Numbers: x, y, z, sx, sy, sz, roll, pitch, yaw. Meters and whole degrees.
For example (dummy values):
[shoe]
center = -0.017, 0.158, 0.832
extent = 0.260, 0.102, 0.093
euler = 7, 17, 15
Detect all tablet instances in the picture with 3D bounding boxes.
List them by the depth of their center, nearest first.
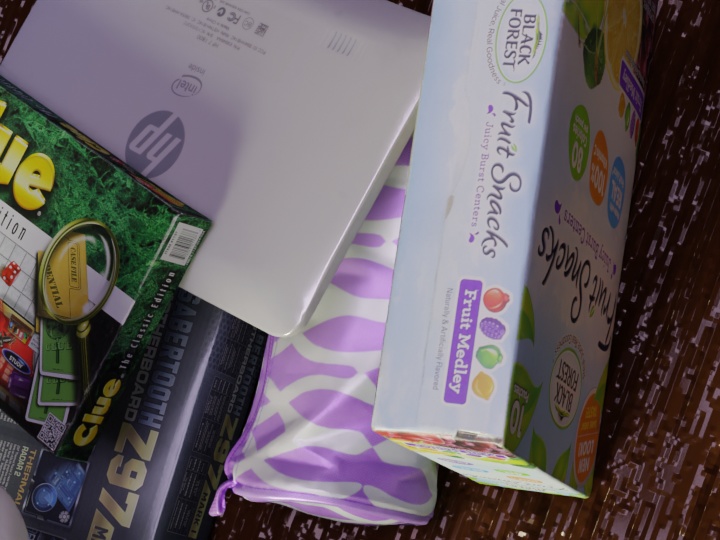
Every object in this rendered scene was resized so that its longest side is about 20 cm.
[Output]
[tablet]
center = -0.065, -0.065, 0.843
extent = 0.200, 0.014, 0.130
euler = 26, 85, 38

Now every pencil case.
[pencil case]
center = 0.000, 0.000, 0.839
extent = 0.085, 0.084, 0.200
euler = 10, 78, -13

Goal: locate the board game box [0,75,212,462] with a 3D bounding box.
[board game box]
center = -0.149, -0.020, 0.862
extent = 0.200, 0.023, 0.105
euler = 33, 97, 36

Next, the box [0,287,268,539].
[box]
center = -0.124, 0.040, 0.895
extent = 0.158, 0.051, 0.200
euler = 13, 82, 23

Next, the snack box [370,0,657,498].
[snack box]
center = 0.060, -0.027, 0.792
extent = 0.053, 0.142, 0.200
euler = 5, 79, 20

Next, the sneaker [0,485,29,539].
[sneaker]
center = -0.143, 0.145, 0.810
extent = 0.076, 0.081, 0.200
euler = 20, 127, 21
